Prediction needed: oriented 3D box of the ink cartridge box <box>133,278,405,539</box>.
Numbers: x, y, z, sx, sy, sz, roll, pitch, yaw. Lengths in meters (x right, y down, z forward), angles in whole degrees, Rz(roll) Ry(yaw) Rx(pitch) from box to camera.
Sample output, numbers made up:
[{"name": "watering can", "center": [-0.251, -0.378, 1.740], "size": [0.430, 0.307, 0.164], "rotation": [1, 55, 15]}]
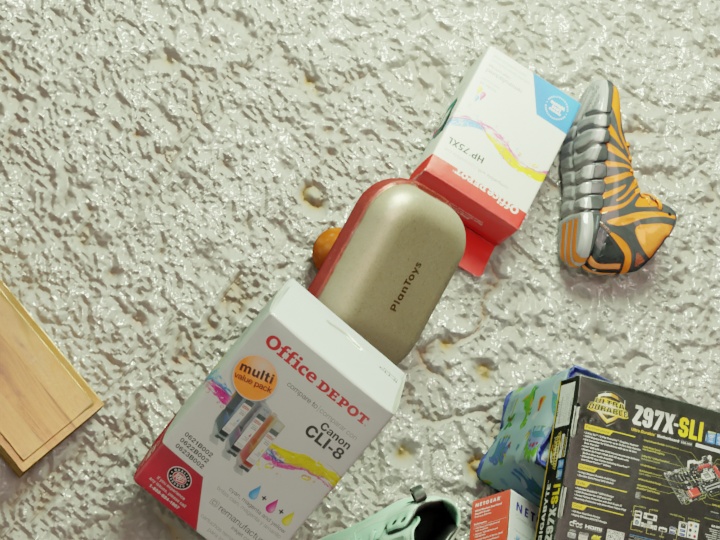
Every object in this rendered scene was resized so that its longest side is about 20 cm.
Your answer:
[{"name": "ink cartridge box", "center": [-0.077, 0.136, 1.617], "size": [0.145, 0.145, 0.200], "rotation": [39, 101, -3]}]

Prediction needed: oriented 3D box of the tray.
[{"name": "tray", "center": [-0.335, 0.078, 1.653], "size": [0.099, 0.037, 0.200], "rotation": [-40, 89, -23]}]

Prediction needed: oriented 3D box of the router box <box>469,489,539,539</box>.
[{"name": "router box", "center": [0.175, 0.326, 1.674], "size": [0.200, 0.049, 0.181], "rotation": [35, 48, -35]}]

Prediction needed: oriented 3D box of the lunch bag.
[{"name": "lunch bag", "center": [0.234, 0.192, 1.732], "size": [0.199, 0.170, 0.128], "rotation": [27, 73, -11]}]

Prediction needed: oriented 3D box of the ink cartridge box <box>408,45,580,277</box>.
[{"name": "ink cartridge box", "center": [0.126, -0.109, 1.836], "size": [0.116, 0.067, 0.201], "rotation": [31, 69, -8]}]

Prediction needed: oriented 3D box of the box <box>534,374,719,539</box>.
[{"name": "box", "center": [0.264, 0.196, 1.626], "size": [0.199, 0.049, 0.161], "rotation": [14, 73, -14]}]

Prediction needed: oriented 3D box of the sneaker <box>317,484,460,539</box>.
[{"name": "sneaker", "center": [0.003, 0.265, 1.665], "size": [0.200, 0.118, 0.074], "rotation": [-34, 89, -22]}]

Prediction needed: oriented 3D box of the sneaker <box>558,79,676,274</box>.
[{"name": "sneaker", "center": [0.269, -0.092, 1.882], "size": [0.111, 0.078, 0.202], "rotation": [10, 83, -19]}]

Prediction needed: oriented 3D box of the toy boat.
[{"name": "toy boat", "center": [0.000, 0.000, 1.742], "size": [0.130, 0.130, 0.201], "rotation": [28, 92, -42]}]
